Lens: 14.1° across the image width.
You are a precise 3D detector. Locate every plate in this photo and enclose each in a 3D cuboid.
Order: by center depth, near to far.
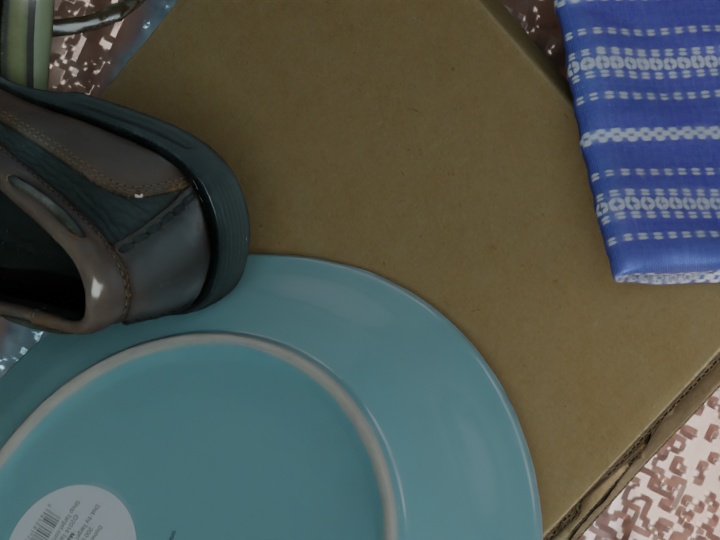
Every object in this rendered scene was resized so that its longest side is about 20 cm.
[{"bbox_3d":[-0.048,0.083,0.771,0.199,0.026,0.201,-11,63,22],"label":"plate"}]

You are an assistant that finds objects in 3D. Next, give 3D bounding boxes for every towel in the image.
[{"bbox_3d":[0.120,-0.090,0.788,0.144,0.024,0.201,-3,62,-11],"label":"towel"}]

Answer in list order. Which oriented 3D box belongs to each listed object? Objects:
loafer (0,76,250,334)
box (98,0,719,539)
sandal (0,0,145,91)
[{"bbox_3d":[-0.126,-0.025,0.810,0.199,0.063,0.072,12,117,31],"label":"loafer"},{"bbox_3d":[0.000,0.000,0.815,0.164,0.021,0.200,-48,62,19],"label":"box"},{"bbox_3d":[-0.064,-0.125,0.846,0.057,0.080,0.202,19,93,-9],"label":"sandal"}]
